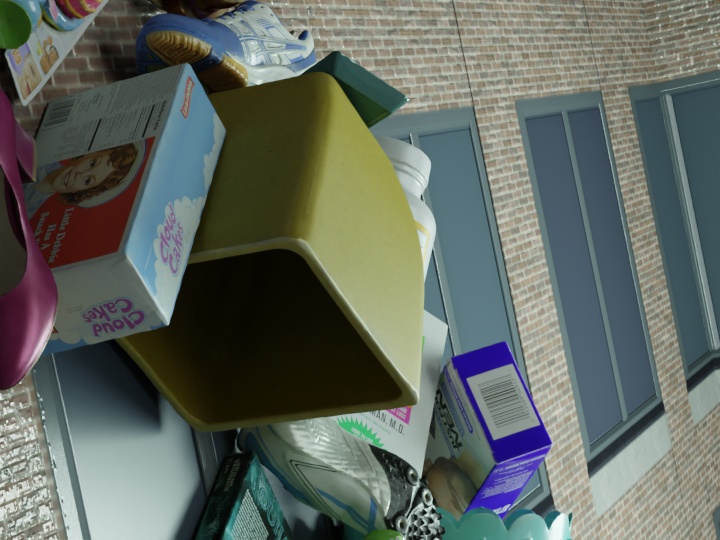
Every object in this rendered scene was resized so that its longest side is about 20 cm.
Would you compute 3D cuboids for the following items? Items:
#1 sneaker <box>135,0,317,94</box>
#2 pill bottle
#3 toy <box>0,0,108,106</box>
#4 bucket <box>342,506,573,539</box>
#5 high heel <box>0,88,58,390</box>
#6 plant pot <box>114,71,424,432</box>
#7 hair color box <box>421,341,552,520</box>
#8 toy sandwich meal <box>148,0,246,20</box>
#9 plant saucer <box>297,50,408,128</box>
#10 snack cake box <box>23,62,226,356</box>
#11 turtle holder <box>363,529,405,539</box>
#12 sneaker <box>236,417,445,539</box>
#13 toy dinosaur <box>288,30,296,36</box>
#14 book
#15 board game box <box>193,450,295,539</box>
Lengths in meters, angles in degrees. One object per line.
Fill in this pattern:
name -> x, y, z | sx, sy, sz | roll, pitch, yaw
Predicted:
sneaker -> -0.104, -0.171, 1.663 | 0.200, 0.075, 0.089 | 22, 60, -54
pill bottle -> 0.000, 0.000, 1.679 | 0.104, 0.104, 0.201 | 47, 52, -56
toy -> -0.210, -0.210, 1.509 | 0.200, 0.047, 0.116 | -64, 141, -58
bucket -> 0.083, 0.272, 1.843 | 0.207, 0.206, 0.136 | 13, 78, -68
high heel -> -0.234, -0.029, 1.323 | 0.096, 0.067, 0.201 | 50, 34, -54
plant pot -> -0.063, -0.027, 1.554 | 0.196, 0.193, 0.201 | 54, 38, -41
hair color box -> 0.104, 0.159, 1.968 | 0.200, 0.064, 0.110 | 110, -40, -61
toy sandwich meal -> -0.146, -0.291, 1.689 | 0.205, 0.070, 0.207 | -11, 90, -70
plant saucer -> -0.044, -0.111, 1.643 | 0.070, 0.200, 0.019 | 31, 61, -21
snack cake box -> -0.169, -0.042, 1.436 | 0.201, 0.114, 0.067 | -78, 148, -46
turtle holder -> -0.001, 0.275, 1.610 | 0.186, 0.140, 0.133 | 52, 35, -52
sneaker -> -0.013, 0.171, 1.720 | 0.200, 0.072, 0.072 | 40, 48, -17
toy dinosaur -> -0.047, -0.111, 1.781 | 0.200, 0.086, 0.136 | 46, 21, -31
book -> 0.002, 0.094, 1.877 | 0.133, 0.048, 0.201 | 35, 39, -21
board game box -> -0.073, 0.260, 1.668 | 0.136, 0.028, 0.201 | -70, 143, -55
